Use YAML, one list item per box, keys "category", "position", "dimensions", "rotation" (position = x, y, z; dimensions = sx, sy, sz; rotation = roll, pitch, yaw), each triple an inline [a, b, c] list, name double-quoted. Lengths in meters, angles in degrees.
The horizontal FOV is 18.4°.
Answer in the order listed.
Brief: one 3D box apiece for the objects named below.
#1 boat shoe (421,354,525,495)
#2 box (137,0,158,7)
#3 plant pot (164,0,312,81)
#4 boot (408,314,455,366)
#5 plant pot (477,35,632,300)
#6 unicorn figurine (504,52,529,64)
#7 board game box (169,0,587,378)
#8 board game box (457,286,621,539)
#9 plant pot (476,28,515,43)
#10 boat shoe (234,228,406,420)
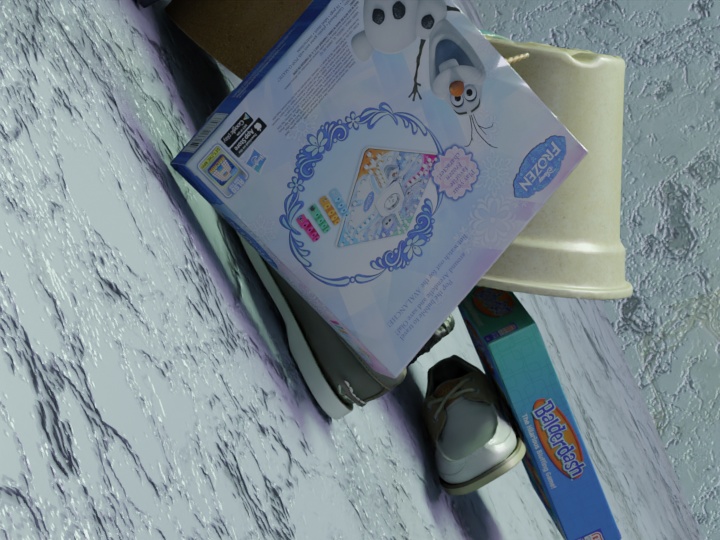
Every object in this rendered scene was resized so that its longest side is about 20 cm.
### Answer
- category: "boat shoe"
  position: [0.080, 0.120, 1.758]
  dimensions: [0.069, 0.074, 0.200]
  rotation: [61, 0, -10]
- category: "box"
  position: [-0.103, -0.319, 1.522]
  dimensions: [0.123, 0.199, 0.199]
  rotation: [54, 14, -44]
- category: "plant pot"
  position: [-0.009, -0.212, 1.571]
  dimensions: [0.186, 0.201, 0.186]
  rotation: [34, 8, -6]
- category: "boot"
  position: [0.002, -0.001, 1.620]
  dimensions: [0.159, 0.079, 0.211]
  rotation: [64, 10, -1]
- category: "plant pot"
  position: [0.129, -0.087, 1.756]
  dimensions: [0.200, 0.198, 0.185]
  rotation: [-32, 131, -80]
- category: "unicorn figurine"
  position: [0.052, -0.082, 1.536]
  dimensions: [0.073, 0.201, 0.137]
  rotation: [30, 0, -10]
- category: "board game box"
  position: [0.015, -0.072, 1.423]
  dimensions: [0.199, 0.200, 0.043]
  rotation: [45, -11, -19]
- category: "board game box"
  position: [0.140, 0.112, 1.793]
  dimensions: [0.152, 0.045, 0.201]
  rotation: [-118, -176, -70]
- category: "plant pot"
  position: [0.036, -0.122, 1.867]
  dimensions: [0.134, 0.201, 0.200]
  rotation: [28, -16, 39]
- category: "boat shoe"
  position: [-0.036, -0.003, 1.485]
  dimensions: [0.203, 0.060, 0.072]
  rotation: [64, 11, -1]
